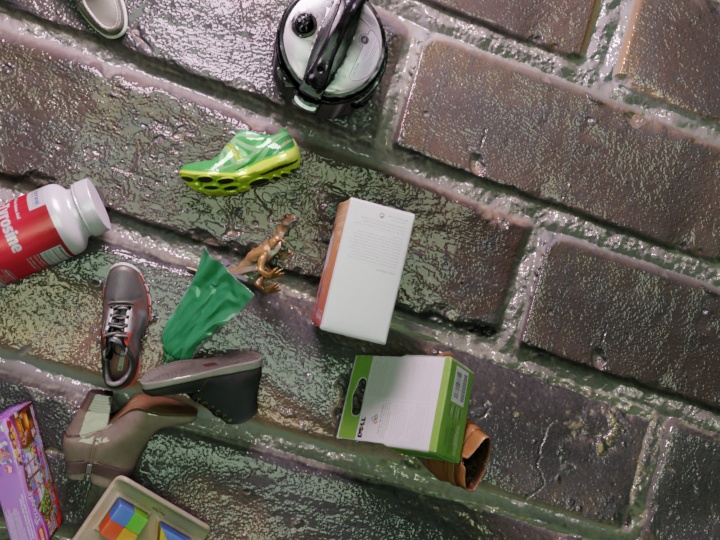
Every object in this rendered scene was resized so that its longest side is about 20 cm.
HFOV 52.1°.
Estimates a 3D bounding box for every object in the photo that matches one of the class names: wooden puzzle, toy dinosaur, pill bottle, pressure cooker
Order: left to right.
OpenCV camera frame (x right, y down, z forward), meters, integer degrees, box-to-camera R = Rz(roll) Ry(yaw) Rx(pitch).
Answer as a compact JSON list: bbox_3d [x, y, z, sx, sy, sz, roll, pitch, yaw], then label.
[{"bbox_3d":[-0.491,-0.061,1.120,0.197,0.112,0.114,-25,95,-8],"label":"pill bottle"},{"bbox_3d":[-0.362,0.453,1.164,0.184,0.046,0.201,38,86,-21],"label":"wooden puzzle"},{"bbox_3d":[-0.173,-0.012,1.209,0.198,0.061,0.107,-35,61,-3],"label":"toy dinosaur"},{"bbox_3d":[-0.051,-0.334,1.134,0.175,0.200,0.179,-18,93,-9],"label":"pressure cooker"}]

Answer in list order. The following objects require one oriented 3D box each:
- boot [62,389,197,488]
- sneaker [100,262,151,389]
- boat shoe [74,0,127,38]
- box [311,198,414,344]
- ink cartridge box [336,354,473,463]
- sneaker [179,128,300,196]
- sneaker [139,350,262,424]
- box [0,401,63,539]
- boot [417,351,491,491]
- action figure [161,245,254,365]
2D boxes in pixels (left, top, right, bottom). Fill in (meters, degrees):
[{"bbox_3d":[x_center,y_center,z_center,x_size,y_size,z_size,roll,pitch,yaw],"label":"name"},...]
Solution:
[{"bbox_3d":[-0.370,0.275,1.174,0.196,0.070,0.150,12,95,-8],"label":"boot"},{"bbox_3d":[-0.372,0.090,1.156,0.075,0.082,0.205,0,91,-9],"label":"sneaker"},{"bbox_3d":[-0.429,-0.463,1.148,0.071,0.060,0.205,-26,95,-7],"label":"boat shoe"},{"bbox_3d":[0.000,0.000,1.171,0.104,0.152,0.204,14,88,-10],"label":"box"},{"bbox_3d":[0.071,0.218,1.194,0.075,0.197,0.151,33,63,-44],"label":"ink cartridge box"},{"bbox_3d":[-0.196,-0.178,1.195,0.196,0.074,0.085,-14,68,-5],"label":"sneaker"},{"bbox_3d":[-0.244,0.198,1.155,0.196,0.074,0.109,-6,104,-30],"label":"sneaker"},{"bbox_3d":[-0.507,0.312,1.111,0.038,0.137,0.204,-14,94,-8],"label":"box"},{"bbox_3d":[0.155,0.245,1.200,0.075,0.155,0.204,16,89,-26],"label":"boot"},{"bbox_3d":[-0.260,0.077,1.175,0.118,0.055,0.201,42,103,19],"label":"action figure"}]
